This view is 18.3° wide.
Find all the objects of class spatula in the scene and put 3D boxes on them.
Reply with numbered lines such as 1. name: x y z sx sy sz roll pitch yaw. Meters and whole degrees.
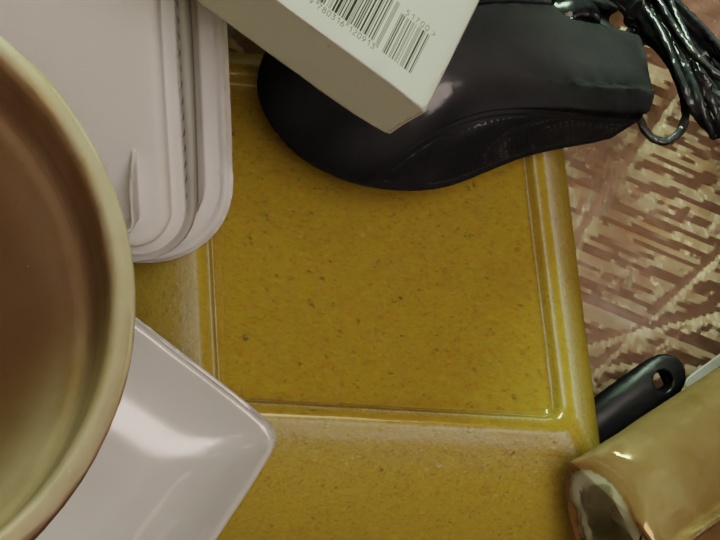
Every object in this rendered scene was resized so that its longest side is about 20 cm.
1. spatula: 0.048 0.093 0.880 0.200 0.021 0.057 -33 97 -8

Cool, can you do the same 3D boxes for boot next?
1. boot: 0.153 0.032 0.833 0.200 0.066 0.175 -32 96 -30

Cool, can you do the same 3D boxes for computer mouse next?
1. computer mouse: 0.052 -0.091 0.836 0.200 0.053 0.139 -20 63 -33

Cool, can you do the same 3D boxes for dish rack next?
1. dish rack: -0.146 -0.074 0.737 0.200 0.044 0.172 1 116 5

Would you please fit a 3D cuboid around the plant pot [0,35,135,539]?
1. plant pot: -0.171 0.016 0.626 0.201 0.093 0.201 7 66 -17

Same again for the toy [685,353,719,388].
1. toy: 0.226 0.046 0.937 0.200 0.047 0.115 -32 98 -24

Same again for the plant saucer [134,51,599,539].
1. plant saucer: 0.000 0.000 0.828 0.200 0.048 0.200 4 65 -19

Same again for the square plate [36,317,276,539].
1. square plate: -0.152 0.070 0.697 0.198 0.028 0.200 39 61 -12

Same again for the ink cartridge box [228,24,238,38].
1. ink cartridge box: -0.090 -0.178 0.793 0.200 0.145 0.084 36 76 -13

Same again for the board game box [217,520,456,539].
1. board game box: 0.022 0.173 0.844 0.200 0.047 0.151 14 90 -13

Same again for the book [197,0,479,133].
1. book: 0.003 -0.162 0.719 0.134 0.048 0.200 35 63 -17
